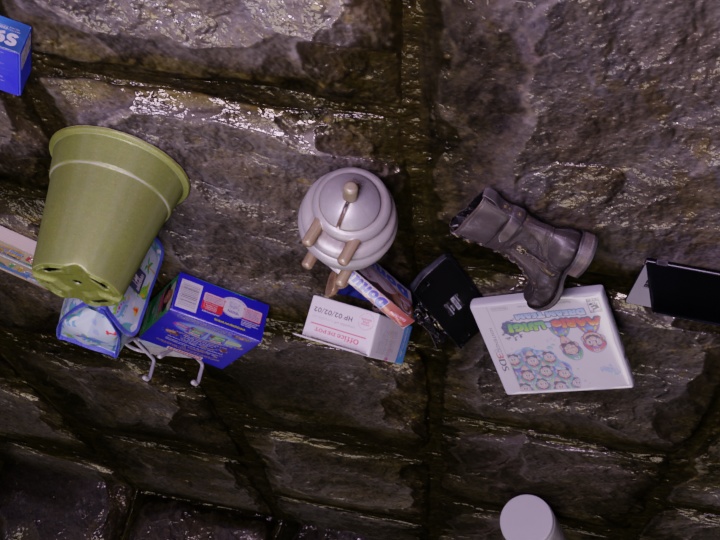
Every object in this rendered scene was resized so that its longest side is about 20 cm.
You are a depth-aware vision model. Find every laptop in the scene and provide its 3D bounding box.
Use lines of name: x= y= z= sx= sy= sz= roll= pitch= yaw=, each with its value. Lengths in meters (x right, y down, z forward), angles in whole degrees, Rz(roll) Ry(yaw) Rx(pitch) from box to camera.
laptop: x=0.448 y=0.062 z=1.313 sx=0.187 sy=0.116 sz=0.200 roll=12 pitch=154 yaw=6

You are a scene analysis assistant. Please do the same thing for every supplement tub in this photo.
supplement tub: x=0.417 y=0.630 z=2.469 sx=0.132 sy=0.132 sz=0.200 roll=2 pitch=152 yaw=23

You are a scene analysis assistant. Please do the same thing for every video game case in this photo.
video game case: x=0.281 y=0.106 z=1.500 sx=0.200 sy=0.024 sz=0.182 roll=-8 pitch=124 yaw=29

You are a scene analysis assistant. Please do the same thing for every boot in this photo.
boot: x=0.196 y=-0.032 z=1.324 sx=0.174 sy=0.069 sz=0.200 roll=21 pitch=150 yaw=-3

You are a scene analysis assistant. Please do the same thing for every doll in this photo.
doll: x=0.049 y=0.044 z=1.553 sx=0.200 sy=0.049 sz=0.136 roll=19 pitch=155 yaw=-20

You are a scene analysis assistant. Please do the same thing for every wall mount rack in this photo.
wall mount rack: x=-0.394 y=0.166 z=1.992 sx=0.200 sy=0.075 sz=0.174 roll=3 pitch=152 yaw=20

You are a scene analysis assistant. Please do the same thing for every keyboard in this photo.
keyboard: x=0.121 y=0.047 z=1.509 sx=0.040 sy=0.104 sz=0.200 roll=47 pitch=178 yaw=41

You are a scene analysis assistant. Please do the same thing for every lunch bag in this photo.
lunch bag: x=-0.384 y=0.018 z=1.576 sx=0.127 sy=0.170 sz=0.200 roll=18 pitch=152 yaw=-8

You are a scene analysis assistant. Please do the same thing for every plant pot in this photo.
plant pot: x=-0.354 y=-0.061 z=1.378 sx=0.200 sy=0.190 sz=0.200 roll=12 pitch=154 yaw=6

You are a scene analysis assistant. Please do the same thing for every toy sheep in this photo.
toy sheep: x=-0.016 y=-0.062 z=1.273 sx=0.138 sy=0.138 sz=0.200 roll=15 pitch=163 yaw=-3

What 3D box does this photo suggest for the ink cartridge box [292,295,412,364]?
ink cartridge box: x=-0.009 y=0.090 z=1.564 sx=0.115 sy=0.068 sz=0.200 roll=15 pitch=177 yaw=22

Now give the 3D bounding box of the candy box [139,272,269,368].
candy box: x=-0.274 y=0.091 z=1.778 sx=0.169 sy=0.077 sz=0.200 roll=22 pitch=152 yaw=-20

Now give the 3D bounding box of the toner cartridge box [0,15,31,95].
toner cartridge box: x=-0.483 y=-0.274 z=1.178 sx=0.200 sy=0.043 sz=0.095 roll=19 pitch=153 yaw=-11

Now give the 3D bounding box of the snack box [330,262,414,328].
snack box: x=0.000 y=0.000 z=1.426 sx=0.024 sy=0.072 sz=0.200 roll=-38 pitch=120 yaw=21

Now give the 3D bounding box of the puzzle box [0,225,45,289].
puzzle box: x=-0.601 y=-0.031 z=1.751 sx=0.200 sy=0.025 sz=0.133 roll=27 pitch=151 yaw=-25
